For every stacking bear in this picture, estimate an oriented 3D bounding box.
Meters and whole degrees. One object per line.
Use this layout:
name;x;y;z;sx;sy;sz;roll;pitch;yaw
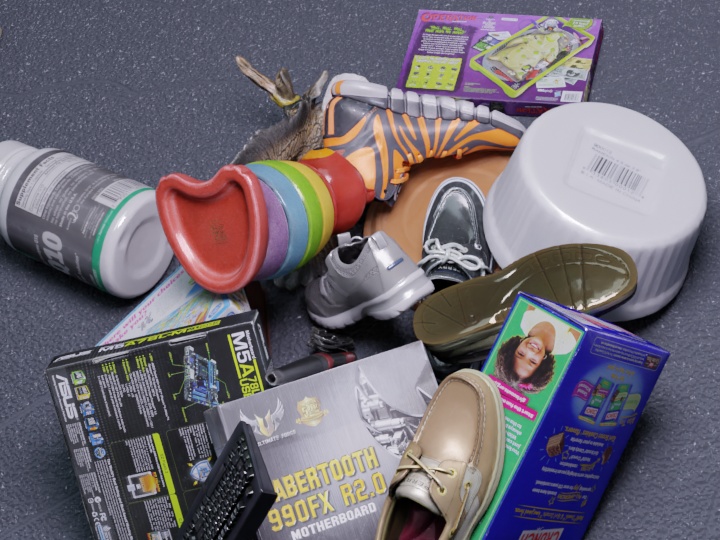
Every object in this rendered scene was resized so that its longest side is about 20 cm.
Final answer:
stacking bear;-0.070;-0.056;1.609;0.121;0.114;0.200;-5;11;39

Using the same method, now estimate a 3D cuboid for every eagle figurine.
eagle figurine;-0.069;-0.101;1.743;0.151;0.151;0.201;10;43;-6

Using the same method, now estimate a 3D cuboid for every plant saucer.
plant saucer;0.099;-0.046;1.717;0.199;0.032;0.201;-7;52;9

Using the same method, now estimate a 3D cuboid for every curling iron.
curling iron;-0.047;0.083;1.584;0.049;0.200;0.026;22;104;12

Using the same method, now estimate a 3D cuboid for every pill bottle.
pill bottle;-0.291;-0.056;1.774;0.199;0.113;0.113;23;63;28

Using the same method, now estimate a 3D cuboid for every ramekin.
ramekin;0.219;-0.060;1.610;0.199;0.098;0.201;7;49;-8

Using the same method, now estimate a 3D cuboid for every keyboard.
keyboard;-0.110;0.225;1.438;0.021;0.200;0.127;-5;54;-29

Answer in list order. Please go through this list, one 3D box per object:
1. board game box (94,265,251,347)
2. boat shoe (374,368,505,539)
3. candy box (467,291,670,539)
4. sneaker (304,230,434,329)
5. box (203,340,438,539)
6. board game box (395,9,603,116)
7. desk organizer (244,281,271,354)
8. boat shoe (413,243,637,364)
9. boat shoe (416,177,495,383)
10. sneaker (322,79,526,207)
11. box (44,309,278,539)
board game box;-0.188;0.075;1.628;0.200;0.034;0.135;-42;29;11
boat shoe;0.057;0.173;1.353;0.074;0.066;0.201;14;90;32
candy box;0.151;0.132;1.441;0.077;0.169;0.201;28;96;34
sneaker;0.000;0.000;1.627;0.075;0.082;0.200;-32;9;-27
box;-0.015;0.163;1.495;0.199;0.048;0.159;-16;85;-25
board game box;0.145;-0.216;1.832;0.199;0.032;0.121;6;61;18
desk organizer;-0.125;0.082;1.652;0.071;0.077;0.201;-11;53;6
boat shoe;0.147;0.033;1.540;0.200;0.066;0.072;-17;56;11
boat shoe;0.083;0.003;1.627;0.073;0.068;0.200;6;74;12
sneaker;0.059;-0.113;1.718;0.199;0.078;0.113;10;87;-3
box;-0.158;0.152;1.546;0.192;0.201;0.048;-14;12;4
